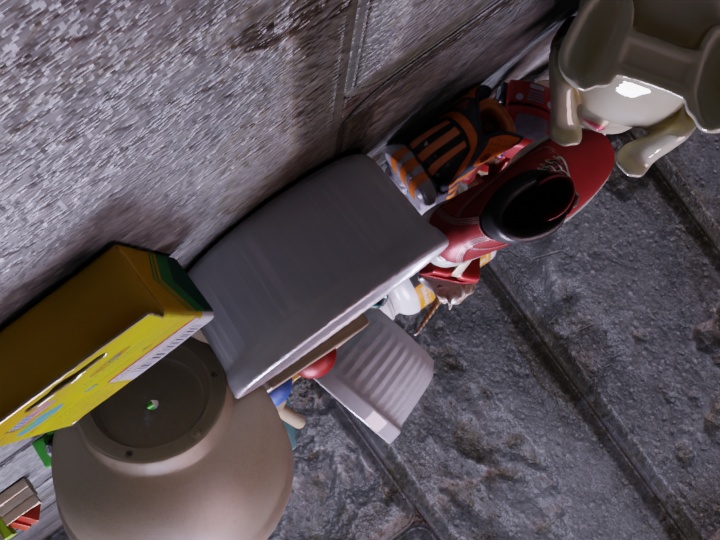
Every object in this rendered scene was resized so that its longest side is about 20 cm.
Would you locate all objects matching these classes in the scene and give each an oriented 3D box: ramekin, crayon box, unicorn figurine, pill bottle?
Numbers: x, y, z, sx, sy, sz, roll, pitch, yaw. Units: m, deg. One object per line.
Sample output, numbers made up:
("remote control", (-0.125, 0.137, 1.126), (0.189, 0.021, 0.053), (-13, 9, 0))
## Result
("ramekin", (-0.008, 0.092, 1.519), (0.105, 0.200, 0.200), (-48, 177, -4))
("crayon box", (-0.163, 0.044, 0.789), (0.127, 0.051, 0.200), (-37, 177, 0))
("ramekin", (-0.040, 0.000, 1.019), (0.200, 0.098, 0.200), (-35, 176, -3))
("unicorn figurine", (0.091, -0.041, 1.405), (0.074, 0.138, 0.200), (-38, 176, 40))
("pill bottle", (0.076, -0.012, 1.812), (0.200, 0.117, 0.116), (-36, 176, -14))

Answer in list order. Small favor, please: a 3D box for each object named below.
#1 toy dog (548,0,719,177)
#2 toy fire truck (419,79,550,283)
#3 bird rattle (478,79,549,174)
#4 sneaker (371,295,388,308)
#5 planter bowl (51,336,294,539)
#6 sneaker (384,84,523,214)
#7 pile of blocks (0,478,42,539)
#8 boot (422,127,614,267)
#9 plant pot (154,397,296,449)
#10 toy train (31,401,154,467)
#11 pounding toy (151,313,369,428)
("toy dog", (0.208, -0.174, 1.045), (0.200, 0.139, 0.195), (119, -20, -81))
("toy fire truck", (0.115, -0.076, 1.236), (0.200, 0.048, 0.142), (138, -38, -67))
("bird rattle", (0.185, -0.144, 1.350), (0.162, 0.113, 0.200), (-15, 162, -32))
("sneaker", (0.000, 0.000, 1.439), (0.077, 0.091, 0.200), (-37, 177, 24))
("planter bowl", (-0.156, 0.132, 1.071), (0.200, 0.200, 0.135), (-35, 150, -21))
("sneaker", (0.084, -0.093, 1.157), (0.112, 0.078, 0.200), (-35, 176, -2))
("pile of blocks", (-0.440, 0.314, 1.527), (0.200, 0.062, 0.082), (-33, 175, -35))
("boot", (0.157, -0.067, 1.066), (0.200, 0.073, 0.144), (-30, -174, -28))
("plant pot", (-0.169, 0.178, 1.562), (0.200, 0.161, 0.201), (-36, 176, -3))
("toy train", (-0.239, 0.134, 1.330), (0.056, 0.042, 0.200), (-26, -175, 46))
("pounding toy", (-0.099, 0.096, 1.322), (0.184, 0.142, 0.200), (-32, 174, -48))
